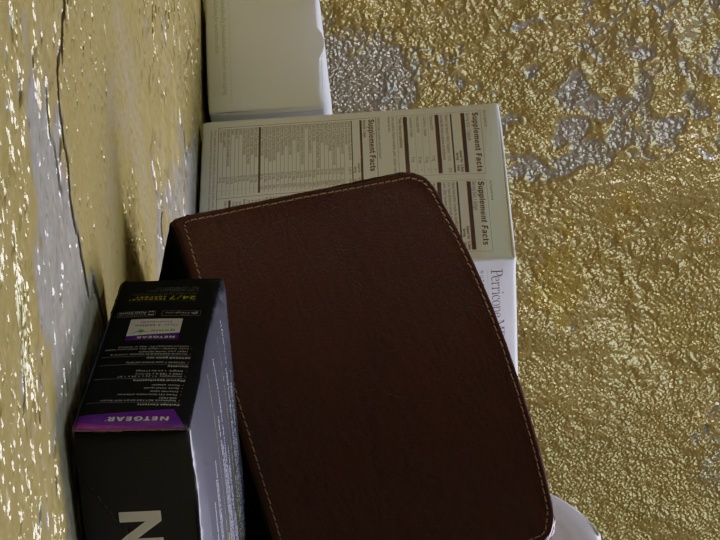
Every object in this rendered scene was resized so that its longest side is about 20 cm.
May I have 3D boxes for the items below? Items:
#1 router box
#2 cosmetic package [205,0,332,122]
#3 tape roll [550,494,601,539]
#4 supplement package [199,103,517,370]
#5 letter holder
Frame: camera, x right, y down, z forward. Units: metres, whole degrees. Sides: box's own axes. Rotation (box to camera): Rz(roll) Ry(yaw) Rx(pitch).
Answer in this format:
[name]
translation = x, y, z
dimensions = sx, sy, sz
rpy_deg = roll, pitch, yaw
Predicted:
[router box]
translation = -0.078, 0.123, 0.936
dimensions = 0.149, 0.051, 0.201
rpy_deg = -85, 172, -68
[cosmetic package]
translation = -0.061, -0.106, 1.594
dimensions = 0.200, 0.084, 0.108
rpy_deg = 83, 3, -60
[tape roll]
translation = 0.060, 0.243, 1.427
dimensions = 0.203, 0.201, 0.140
rpy_deg = -91, 174, -63
[supplement package]
translation = 0.000, 0.000, 1.459
dimensions = 0.151, 0.199, 0.152
rpy_deg = -92, 178, -46
[letter holder]
translation = -0.003, 0.069, 1.075
dimensions = 0.101, 0.141, 0.201
rpy_deg = 111, -37, -63
